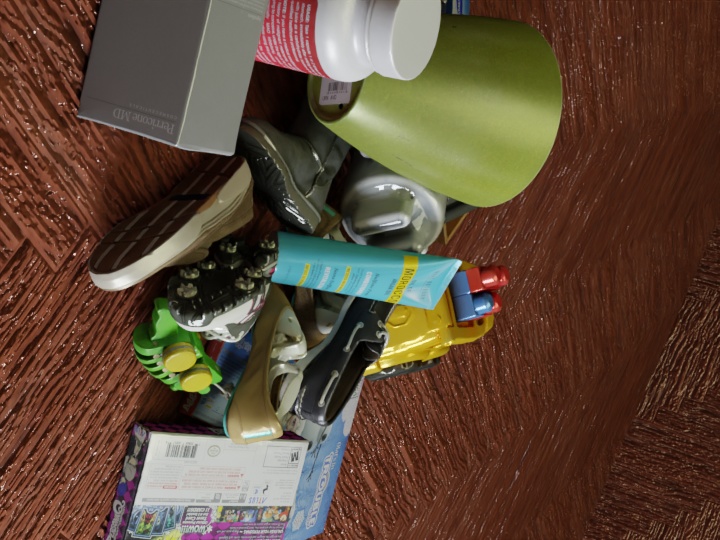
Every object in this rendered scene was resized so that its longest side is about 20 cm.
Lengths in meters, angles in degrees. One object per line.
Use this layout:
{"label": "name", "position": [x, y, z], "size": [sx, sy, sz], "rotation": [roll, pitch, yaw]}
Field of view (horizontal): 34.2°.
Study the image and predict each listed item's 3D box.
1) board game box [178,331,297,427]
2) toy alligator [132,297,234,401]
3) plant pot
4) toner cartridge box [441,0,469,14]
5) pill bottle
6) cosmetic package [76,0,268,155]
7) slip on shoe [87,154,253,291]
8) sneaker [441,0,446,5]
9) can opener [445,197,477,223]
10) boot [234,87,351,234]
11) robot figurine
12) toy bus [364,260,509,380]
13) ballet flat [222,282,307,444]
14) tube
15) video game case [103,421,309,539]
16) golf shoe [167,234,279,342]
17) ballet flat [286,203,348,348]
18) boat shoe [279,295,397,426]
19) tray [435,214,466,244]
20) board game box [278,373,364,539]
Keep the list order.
{"label": "board game box", "position": [-0.118, 0.126, 1.242], "size": [0.104, 0.019, 0.200], "rotation": [-66, 154, -10]}
{"label": "toy alligator", "position": [-0.167, 0.088, 1.088], "size": [0.054, 0.060, 0.200], "rotation": [-22, 146, 1]}
{"label": "plant pot", "position": [0.056, -0.166, 1.113], "size": [0.199, 0.187, 0.189], "rotation": [7, 101, -38]}
{"label": "toner cartridge box", "position": [0.067, -0.359, 1.220], "size": [0.043, 0.094, 0.201], "rotation": [-42, 140, -44]}
{"label": "pill bottle", "position": [-0.039, -0.221, 0.972], "size": [0.112, 0.199, 0.113], "rotation": [-42, 141, -46]}
{"label": "cosmetic package", "position": [-0.137, -0.198, 0.903], "size": [0.090, 0.106, 0.202], "rotation": [5, 99, -64]}
{"label": "slip on shoe", "position": [-0.155, -0.030, 1.010], "size": [0.200, 0.075, 0.061], "rotation": [-53, 137, -49]}
{"label": "sneaker", "position": [0.026, -0.302, 1.131], "size": [0.080, 0.129, 0.199], "rotation": [-69, 154, -10]}
{"label": "can opener", "position": [0.091, -0.088, 1.435], "size": [0.199, 0.066, 0.053], "rotation": [-21, 136, -45]}
{"label": "boot", "position": [-0.047, -0.159, 1.147], "size": [0.201, 0.072, 0.182], "rotation": [-62, 152, -18]}
{"label": "robot figurine", "position": [0.040, -0.096, 1.276], "size": [0.201, 0.112, 0.170], "rotation": [-78, 153, -48]}
{"label": "toy bus", "position": [0.092, 0.040, 1.376], "size": [0.200, 0.191, 0.137], "rotation": [4, 70, -66]}
{"label": "ballet flat", "position": [-0.083, 0.092, 1.168], "size": [0.201, 0.063, 0.069], "rotation": [-78, 160, -43]}
{"label": "tube", "position": [0.000, 0.000, 1.198], "size": [0.078, 0.199, 0.051], "rotation": [122, -31, -46]}
{"label": "video game case", "position": [-0.155, 0.243, 1.151], "size": [0.199, 0.036, 0.183], "rotation": [10, 97, -44]}
{"label": "golf shoe", "position": [-0.120, 0.031, 1.063], "size": [0.200, 0.077, 0.089], "rotation": [-49, 149, -71]}
{"label": "ballet flat", "position": [-0.038, 0.012, 1.270], "size": [0.068, 0.072, 0.201], "rotation": [-42, 142, -45]}
{"label": "boat shoe", "position": [-0.005, 0.079, 1.234], "size": [0.200, 0.060, 0.074], "rotation": [-49, 146, -28]}
{"label": "tray", "position": [0.109, -0.141, 1.509], "size": [0.099, 0.037, 0.201], "rotation": [-53, 148, -34]}
{"label": "board game box", "position": [-0.080, 0.211, 1.303], "size": [0.199, 0.043, 0.202], "rotation": [-1, 108, -63]}
